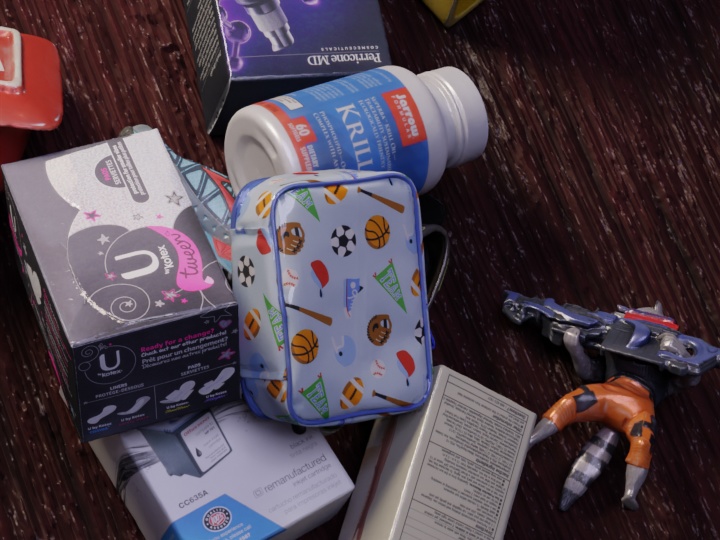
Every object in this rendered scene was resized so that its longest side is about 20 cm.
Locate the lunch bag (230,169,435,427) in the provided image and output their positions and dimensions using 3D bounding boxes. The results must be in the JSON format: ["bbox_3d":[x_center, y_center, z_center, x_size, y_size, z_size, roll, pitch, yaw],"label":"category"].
[{"bbox_3d":[-0.017,0.023,1.626,0.160,0.076,0.200,-7,96,-37],"label":"lunch bag"}]

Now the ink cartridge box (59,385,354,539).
[{"bbox_3d":[-0.122,0.132,1.669,0.146,0.086,0.200,-27,77,-23],"label":"ink cartridge box"}]

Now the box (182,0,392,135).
[{"bbox_3d":[-0.069,-0.227,1.830,0.148,0.104,0.200,-6,68,-18],"label":"box"}]

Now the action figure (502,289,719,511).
[{"bbox_3d":[0.196,0.096,1.784,0.200,0.105,0.194,21,52,24],"label":"action figure"}]

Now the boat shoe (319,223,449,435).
[{"bbox_3d":[0.012,0.042,1.723,0.072,0.061,0.201,42,57,-27],"label":"boat shoe"}]

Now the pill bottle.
[{"bbox_3d":[0.000,-0.103,1.732,0.200,0.112,0.112,-20,73,-28],"label":"pill bottle"}]

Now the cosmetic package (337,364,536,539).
[{"bbox_3d":[0.053,0.188,1.670,0.103,0.087,0.200,30,64,-23],"label":"cosmetic package"}]

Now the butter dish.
[{"bbox_3d":[-0.343,-0.112,1.692,0.199,0.148,0.200,7,24,-13],"label":"butter dish"}]

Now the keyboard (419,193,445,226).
[{"bbox_3d":[0.000,0.000,1.777,0.127,0.021,0.200,35,58,-29],"label":"keyboard"}]

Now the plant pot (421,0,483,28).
[{"bbox_3d":[0.085,-0.382,1.897,0.200,0.196,0.194,42,63,13],"label":"plant pot"}]

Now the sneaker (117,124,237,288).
[{"bbox_3d":[-0.124,-0.044,1.761,0.095,0.079,0.200,-37,89,-35],"label":"sneaker"}]

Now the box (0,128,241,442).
[{"bbox_3d":[-0.179,0.007,1.605,0.132,0.115,0.200,-15,50,-14],"label":"box"}]
